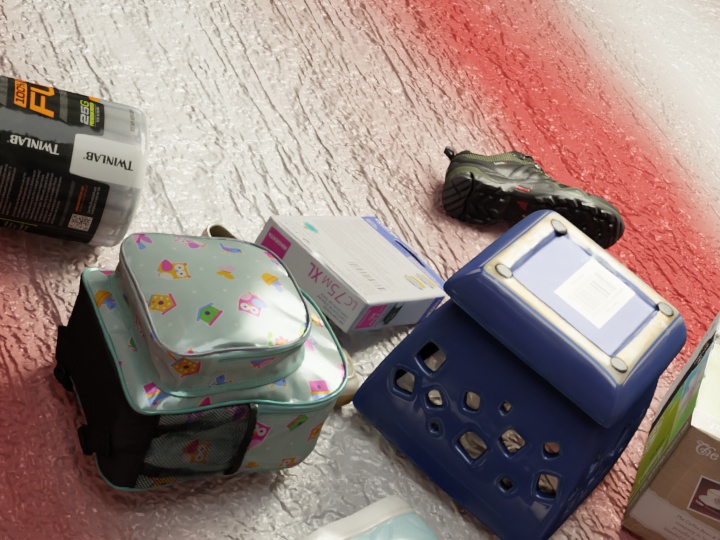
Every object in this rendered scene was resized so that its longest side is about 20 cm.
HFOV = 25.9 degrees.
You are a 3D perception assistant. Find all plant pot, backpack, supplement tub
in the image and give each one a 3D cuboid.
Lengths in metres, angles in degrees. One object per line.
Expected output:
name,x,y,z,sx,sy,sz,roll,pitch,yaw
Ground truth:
plant pot,0.145,0.077,1.294,0.200,0.180,0.200,40,36,13
backpack,-0.110,0.065,1.189,0.199,0.154,0.176,7,34,-35
supplement tub,-0.284,-0.096,1.296,0.198,0.123,0.123,11,38,-21

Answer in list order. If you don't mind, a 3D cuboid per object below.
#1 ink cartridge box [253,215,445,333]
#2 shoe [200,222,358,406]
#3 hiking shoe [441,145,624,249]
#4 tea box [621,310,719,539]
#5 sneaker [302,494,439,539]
ink cartridge box,0.000,0.000,1.395,0.119,0.042,0.200,42,21,19
shoe,-0.074,0.036,1.324,0.200,0.054,0.070,42,39,20
hiking shoe,0.180,-0.084,1.613,0.198,0.076,0.101,17,40,-12
tea box,0.358,0.171,1.362,0.199,0.134,0.197,30,35,5
sneaker,-0.003,0.227,1.118,0.082,0.074,0.199,39,38,22
